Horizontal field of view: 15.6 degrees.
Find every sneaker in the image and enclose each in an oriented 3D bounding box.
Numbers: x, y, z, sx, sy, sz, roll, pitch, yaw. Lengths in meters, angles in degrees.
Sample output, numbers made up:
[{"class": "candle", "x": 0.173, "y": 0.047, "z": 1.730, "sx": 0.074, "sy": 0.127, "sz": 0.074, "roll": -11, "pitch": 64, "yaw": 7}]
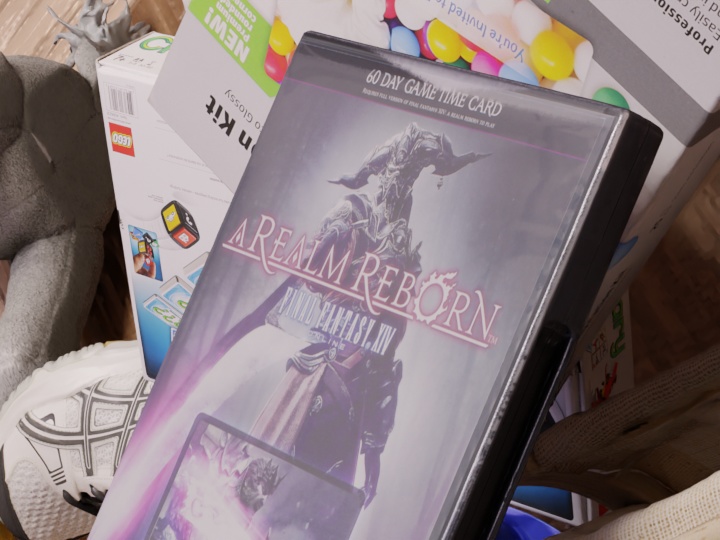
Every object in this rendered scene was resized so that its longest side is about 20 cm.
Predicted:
[{"class": "sneaker", "x": -0.077, "y": 0.071, "z": 1.022, "sx": 0.200, "sy": 0.075, "sz": 0.088, "roll": -35, "pitch": 50, "yaw": 34}]

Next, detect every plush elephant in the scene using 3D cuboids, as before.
[{"class": "plush elephant", "x": -0.191, "y": -0.042, "z": 1.141, "sx": 0.154, "sy": 0.165, "sz": 0.201, "roll": -11, "pitch": 36, "yaw": 31}]

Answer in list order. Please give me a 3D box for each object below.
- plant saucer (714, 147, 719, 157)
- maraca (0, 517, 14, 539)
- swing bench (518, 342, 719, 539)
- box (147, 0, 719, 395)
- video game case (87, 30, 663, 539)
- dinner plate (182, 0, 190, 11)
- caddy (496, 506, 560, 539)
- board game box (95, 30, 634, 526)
[{"class": "plant saucer", "x": 0.083, "y": -0.130, "z": 0.702, "sx": 0.199, "sy": 0.037, "sz": 0.201, "roll": 5, "pitch": 116, "yaw": 44}, {"class": "maraca", "x": -0.208, "y": 0.115, "z": 1.129, "sx": 0.200, "sy": 0.106, "sz": 0.138, "roll": -147, "pitch": 57, "yaw": -64}, {"class": "swing bench", "x": 0.123, "y": 0.076, "z": 0.689, "sx": 0.198, "sy": 0.130, "sz": 0.200, "roll": -31, "pitch": 12, "yaw": 36}, {"class": "box", "x": 0.030, "y": -0.068, "z": 0.733, "sx": 0.156, "sy": 0.041, "sz": 0.200, "roll": 46, "pitch": 138, "yaw": 15}, {"class": "video game case", "x": -0.010, "y": 0.042, "z": 0.677, "sx": 0.143, "sy": 0.019, "sz": 0.201, "roll": 20, "pitch": 87, "yaw": 53}, {"class": "dinner plate", "x": -0.023, "y": -0.183, "z": 0.904, "sx": 0.201, "sy": 0.024, "sz": 0.201, "roll": -58, "pitch": 15, "yaw": 25}, {"class": "caddy", "x": -0.001, "y": 0.159, "z": 0.825, "sx": 0.200, "sy": 0.105, "sz": 0.141, "roll": -43, "pitch": 71, "yaw": 2}, {"class": "board game box", "x": 0.000, "y": 0.000, "z": 0.876, "sx": 0.199, "sy": 0.035, "sz": 0.127, "roll": 16, "pitch": 125, "yaw": 36}]
